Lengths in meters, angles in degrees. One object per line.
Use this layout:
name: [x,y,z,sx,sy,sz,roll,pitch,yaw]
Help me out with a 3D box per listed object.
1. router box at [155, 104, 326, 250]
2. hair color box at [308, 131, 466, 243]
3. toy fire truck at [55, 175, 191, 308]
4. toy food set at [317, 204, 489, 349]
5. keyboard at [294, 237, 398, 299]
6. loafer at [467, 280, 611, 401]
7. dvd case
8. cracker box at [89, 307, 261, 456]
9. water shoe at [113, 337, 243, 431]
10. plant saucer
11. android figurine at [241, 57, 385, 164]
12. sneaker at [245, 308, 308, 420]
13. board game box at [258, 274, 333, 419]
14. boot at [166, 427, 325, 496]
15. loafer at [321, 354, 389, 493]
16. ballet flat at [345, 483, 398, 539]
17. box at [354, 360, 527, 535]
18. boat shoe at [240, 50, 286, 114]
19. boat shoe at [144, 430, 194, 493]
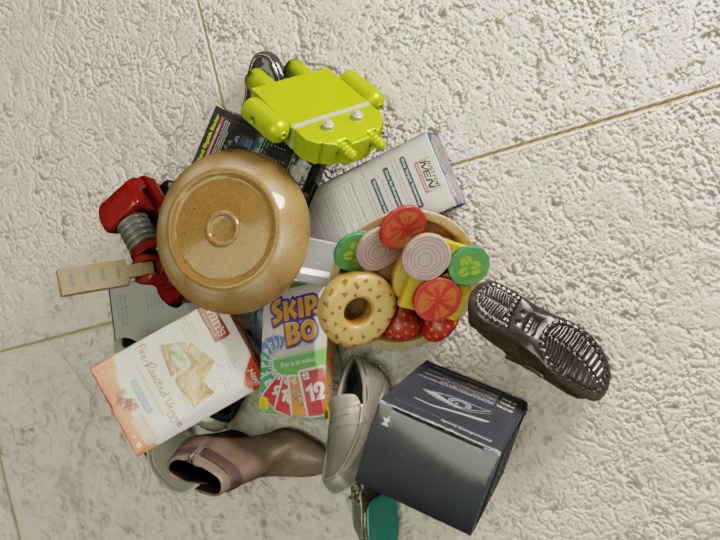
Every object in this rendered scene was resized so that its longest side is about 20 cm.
router box: [-0.148,-0.086,0.996,0.149,0.062,0.201,24,92,10]
hair color box: [0.024,-0.089,1.011,0.199,0.060,0.101,-24,87,22]
toy fire truck: [-0.309,-0.034,1.059,0.128,0.200,0.177,-37,75,16]
toy food set: [0.054,0.015,0.966,0.198,0.049,0.199,14,113,-17]
keyboard: [0.000,0.000,0.994,0.198,0.011,0.057,11,89,-18]
loafer: [0.214,0.087,0.961,0.199,0.071,0.073,38,68,6]
dvd case: [-0.283,0.082,1.170,0.198,0.018,0.144,-5,93,21]
cracker box: [-0.240,0.139,1.064,0.199,0.058,0.135,-30,90,-2]
water shoe: [-0.256,0.143,1.127,0.199,0.072,0.079,37,97,-4]
plant saucer: [-0.160,-0.049,0.946,0.198,0.035,0.202,-1,86,11]
android figurine: [-0.052,-0.196,0.972,0.200,0.181,0.041,45,142,31]
sneaker: [-0.110,0.107,1.082,0.084,0.075,0.202,-12,85,28]
board game box: [-0.081,0.086,1.016,0.095,0.030,0.202,2,88,21]
boot: [-0.155,0.265,1.069,0.198,0.146,0.071,4,99,21]
loafer: [-0.016,0.187,0.982,0.070,0.201,0.070,-31,112,28]
ballet flat: [0.011,0.292,1.060,0.071,0.072,0.203,-2,95,21]
box: [0.101,0.200,0.935,0.147,0.200,0.105,21,104,18]
boat shoe: [-0.129,-0.196,1.058,0.072,0.063,0.202,1,95,21]
boat shoe: [-0.308,0.237,1.172,0.201,0.074,0.060,59,153,-10]
